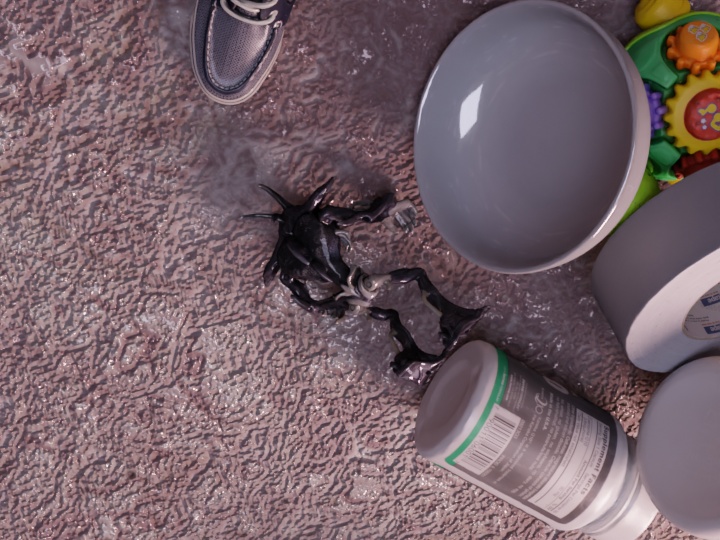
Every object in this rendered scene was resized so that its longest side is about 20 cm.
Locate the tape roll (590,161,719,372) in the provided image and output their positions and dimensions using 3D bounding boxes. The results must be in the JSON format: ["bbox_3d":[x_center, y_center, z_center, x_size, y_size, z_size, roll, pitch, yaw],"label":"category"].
[{"bbox_3d":[0.286,-0.002,0.822,0.200,0.066,0.200,-14,146,-10],"label":"tape roll"}]

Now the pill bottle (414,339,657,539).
[{"bbox_3d":[0.156,0.153,0.904,0.200,0.113,0.113,31,107,-14],"label":"pill bottle"}]

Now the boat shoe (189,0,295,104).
[{"bbox_3d":[-0.080,-0.210,0.757,0.075,0.093,0.200,13,110,-8],"label":"boat shoe"}]

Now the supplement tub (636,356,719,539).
[{"bbox_3d":[0.345,0.157,0.875,0.200,0.145,0.145,16,112,-35],"label":"supplement tub"}]

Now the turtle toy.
[{"bbox_3d":[0.239,-0.112,0.810,0.146,0.101,0.200,36,105,-15],"label":"turtle toy"}]

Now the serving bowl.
[{"bbox_3d":[0.134,-0.097,0.785,0.066,0.200,0.200,2,117,-44],"label":"serving bowl"}]

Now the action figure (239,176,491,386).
[{"bbox_3d":[0.000,0.000,0.846,0.200,0.102,0.119,41,115,10],"label":"action figure"}]
